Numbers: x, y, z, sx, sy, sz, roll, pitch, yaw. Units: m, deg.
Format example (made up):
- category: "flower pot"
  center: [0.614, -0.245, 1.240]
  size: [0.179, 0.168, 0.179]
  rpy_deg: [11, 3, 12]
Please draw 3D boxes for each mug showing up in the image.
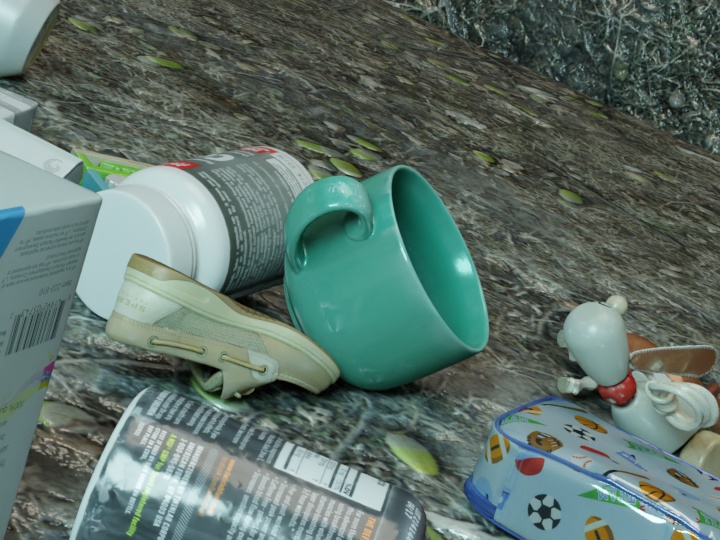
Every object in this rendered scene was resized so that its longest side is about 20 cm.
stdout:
- category: "mug"
  center: [0.004, 0.000, 1.194]
  size: [0.185, 0.114, 0.152]
  rpy_deg: [59, 21, -17]
- category: "mug"
  center: [-0.389, -0.280, 1.635]
  size: [0.153, 0.150, 0.187]
  rpy_deg: [28, 23, -6]

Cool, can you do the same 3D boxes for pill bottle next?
- category: "pill bottle"
  center: [-0.123, -0.028, 1.204]
  size: [0.114, 0.114, 0.200]
  rpy_deg: [29, 23, 22]
- category: "pill bottle"
  center: [-0.038, 0.143, 0.807]
  size: [0.200, 0.106, 0.106]
  rpy_deg: [23, 17, 3]

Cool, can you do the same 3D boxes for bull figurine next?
- category: "bull figurine"
  center: [0.234, 0.096, 1.359]
  size: [0.121, 0.065, 0.200]
  rpy_deg: [2, 23, -39]

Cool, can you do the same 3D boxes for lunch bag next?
- category: "lunch bag"
  center: [0.182, 0.160, 1.082]
  size: [0.200, 0.076, 0.160]
  rpy_deg: [29, 15, 24]

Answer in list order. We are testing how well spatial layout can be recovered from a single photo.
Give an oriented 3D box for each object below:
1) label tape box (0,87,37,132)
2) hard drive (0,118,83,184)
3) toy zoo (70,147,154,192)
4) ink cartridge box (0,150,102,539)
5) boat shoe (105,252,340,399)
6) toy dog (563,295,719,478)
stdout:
- category: "label tape box"
  center: [-0.368, -0.121, 1.288]
  size: [0.143, 0.066, 0.200]
  rpy_deg: [23, 15, 5]
- category: "hard drive"
  center: [-0.327, -0.083, 1.187]
  size: [0.200, 0.027, 0.132]
  rpy_deg: [27, 45, 9]
- category: "toy zoo"
  center: [-0.167, -0.049, 1.388]
  size: [0.131, 0.021, 0.200]
  rpy_deg: [10, 20, -33]
- category: "ink cartridge box"
  center: [-0.211, 0.051, 0.724]
  size: [0.084, 0.200, 0.144]
  rpy_deg: [23, 16, 18]
- category: "boat shoe"
  center: [-0.094, 0.053, 1.093]
  size: [0.072, 0.065, 0.200]
  rpy_deg: [19, -8, 43]
- category: "toy dog"
  center: [0.221, 0.082, 1.168]
  size: [0.132, 0.096, 0.200]
  rpy_deg: [25, -25, 26]
